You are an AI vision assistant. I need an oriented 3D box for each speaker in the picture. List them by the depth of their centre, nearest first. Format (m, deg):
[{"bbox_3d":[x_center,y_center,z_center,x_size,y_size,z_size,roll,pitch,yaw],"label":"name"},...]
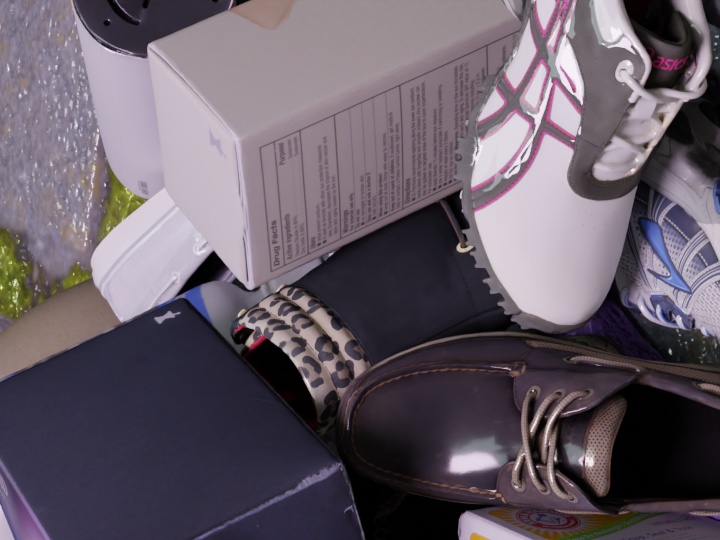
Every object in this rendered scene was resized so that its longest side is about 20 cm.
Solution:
[{"bbox_3d":[-0.101,-0.105,1.132,0.200,0.081,0.081,95,156,-71],"label":"speaker"}]

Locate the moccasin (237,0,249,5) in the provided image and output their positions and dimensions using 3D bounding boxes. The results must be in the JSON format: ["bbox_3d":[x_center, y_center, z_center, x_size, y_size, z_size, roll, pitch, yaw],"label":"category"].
[{"bbox_3d":[-0.025,-0.141,1.124,0.200,0.068,0.081,-1,93,50],"label":"moccasin"}]

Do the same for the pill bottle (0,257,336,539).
[{"bbox_3d":[-0.092,0.074,1.116,0.114,0.200,0.114,-25,-90,-90],"label":"pill bottle"}]

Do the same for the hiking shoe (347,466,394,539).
[{"bbox_3d":[0.004,0.189,1.117,0.200,0.074,0.087,63,147,34],"label":"hiking shoe"}]

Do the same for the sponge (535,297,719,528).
[{"bbox_3d":[0.131,0.112,0.992,0.200,0.030,0.112,52,130,34],"label":"sponge"}]

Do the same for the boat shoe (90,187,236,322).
[{"bbox_3d":[-0.061,-0.030,1.156,0.200,0.072,0.069,-38,71,22],"label":"boat shoe"}]

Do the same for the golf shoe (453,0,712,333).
[{"bbox_3d":[0.092,-0.067,0.883,0.088,0.077,0.200,21,112,54],"label":"golf shoe"}]

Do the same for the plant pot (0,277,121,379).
[{"bbox_3d":[-0.157,0.097,1.251,0.200,0.134,0.200,5,96,49],"label":"plant pot"}]

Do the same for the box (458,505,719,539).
[{"bbox_3d":[0.136,0.170,0.890,0.200,0.101,0.113,20,108,47],"label":"box"}]

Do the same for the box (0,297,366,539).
[{"bbox_3d":[-0.068,0.148,0.966,0.200,0.123,0.198,39,150,60],"label":"box"}]

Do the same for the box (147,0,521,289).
[{"bbox_3d":[0.014,-0.083,0.968,0.078,0.200,0.095,48,153,36],"label":"box"}]

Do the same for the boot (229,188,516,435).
[{"bbox_3d":[0.000,-0.001,1.020,0.204,0.154,0.074,28,142,58],"label":"boot"}]

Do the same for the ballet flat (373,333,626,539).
[{"bbox_3d":[0.058,0.094,1.018,0.200,0.046,0.067,-45,61,45],"label":"ballet flat"}]

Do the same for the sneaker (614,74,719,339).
[{"bbox_3d":[0.152,-0.004,0.933,0.200,0.077,0.085,61,141,39],"label":"sneaker"}]

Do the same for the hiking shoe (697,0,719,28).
[{"bbox_3d":[0.157,-0.161,0.900,0.200,0.076,0.101,42,127,40],"label":"hiking shoe"}]

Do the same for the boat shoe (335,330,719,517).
[{"bbox_3d":[0.090,0.062,0.898,0.073,0.200,0.075,106,164,-89],"label":"boat shoe"}]
